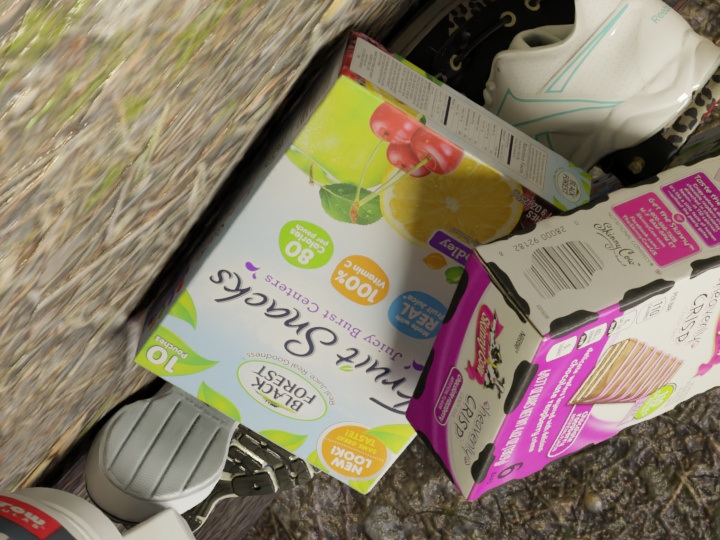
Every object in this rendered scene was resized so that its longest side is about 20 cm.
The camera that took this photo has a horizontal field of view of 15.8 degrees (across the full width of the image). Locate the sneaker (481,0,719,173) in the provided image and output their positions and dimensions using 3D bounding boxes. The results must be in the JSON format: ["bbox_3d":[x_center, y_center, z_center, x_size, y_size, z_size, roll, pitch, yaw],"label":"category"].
[{"bbox_3d":[0.091,-0.076,1.289,0.200,0.080,0.070,-42,-175,39],"label":"sneaker"}]

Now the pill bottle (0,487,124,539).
[{"bbox_3d":[-0.173,0.162,1.128,0.120,0.120,0.200,-51,176,17],"label":"pill bottle"}]

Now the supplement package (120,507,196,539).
[{"bbox_3d":[-0.152,0.247,1.430,0.200,0.152,0.151,-28,173,-5],"label":"supplement package"}]

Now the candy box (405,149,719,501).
[{"bbox_3d":[0.130,0.019,1.238,0.200,0.061,0.137,-23,151,-29],"label":"candy box"}]

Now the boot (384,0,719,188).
[{"bbox_3d":[0.089,-0.085,1.372,0.204,0.154,0.073,-48,175,-17],"label":"boot"}]

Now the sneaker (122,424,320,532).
[{"bbox_3d":[-0.082,0.102,1.684,0.200,0.079,0.089,-27,-152,34],"label":"sneaker"}]

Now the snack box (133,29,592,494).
[{"bbox_3d":[0.000,0.000,1.268,0.200,0.142,0.053,-52,-167,31],"label":"snack box"}]

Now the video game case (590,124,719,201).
[{"bbox_3d":[0.136,-0.026,1.436,0.182,0.022,0.200,-23,-170,28],"label":"video game case"}]

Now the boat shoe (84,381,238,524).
[{"bbox_3d":[-0.115,0.110,1.532,0.062,0.072,0.200,-54,176,24],"label":"boat shoe"}]
